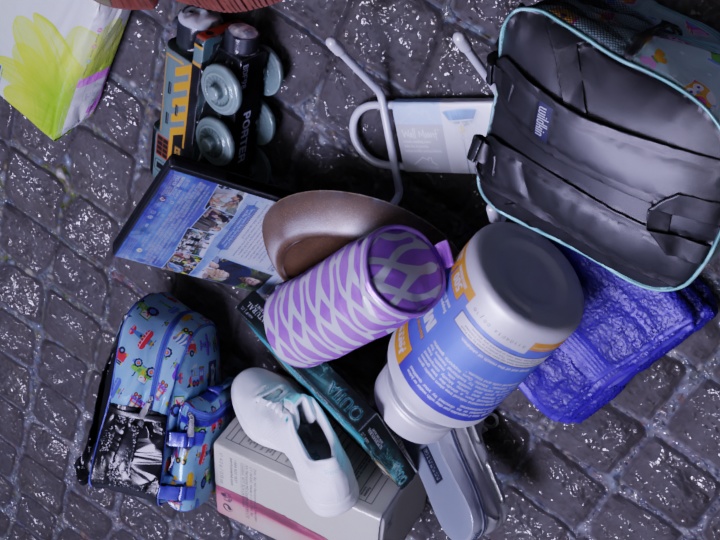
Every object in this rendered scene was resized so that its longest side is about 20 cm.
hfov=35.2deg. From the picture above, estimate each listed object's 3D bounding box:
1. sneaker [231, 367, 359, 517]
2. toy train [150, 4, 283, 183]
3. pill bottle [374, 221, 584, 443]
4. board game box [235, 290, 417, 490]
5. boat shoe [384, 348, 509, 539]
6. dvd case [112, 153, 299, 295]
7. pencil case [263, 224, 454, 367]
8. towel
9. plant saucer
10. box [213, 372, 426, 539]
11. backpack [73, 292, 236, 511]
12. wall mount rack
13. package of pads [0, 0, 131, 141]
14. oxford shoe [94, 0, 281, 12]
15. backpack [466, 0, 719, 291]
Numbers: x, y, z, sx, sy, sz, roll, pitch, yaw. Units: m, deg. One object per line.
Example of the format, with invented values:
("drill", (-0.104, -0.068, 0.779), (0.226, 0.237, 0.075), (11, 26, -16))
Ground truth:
("sneaker", (-0.066, 0.144, 1.111), (0.200, 0.075, 0.090), (42, 152, 40))
("toy train", (-0.139, -0.144, 1.049), (0.113, 0.085, 0.202), (32, 133, 23))
("pill bottle", (0.090, 0.062, 0.961), (0.112, 0.112, 0.201), (40, 132, 2))
("board game box", (-0.032, 0.115, 1.094), (0.200, 0.028, 0.136), (41, 169, 37))
("boat shoe", (0.094, 0.155, 1.102), (0.075, 0.085, 0.205), (-45, 62, 48))
("dvd case", (-0.115, -0.035, 1.063), (0.197, 0.018, 0.143), (16, 138, -28))
("pencil case", (-0.008, 0.026, 0.959), (0.199, 0.084, 0.086), (-27, 74, 56))
("towel", (0.191, 0.042, 0.976), (0.147, 0.050, 0.200), (42, 133, 1))
("plant saucer", (0.000, 0.000, 1.027), (0.197, 0.033, 0.201), (15, 150, 9))
("box", (-0.039, 0.215, 1.188), (0.197, 0.128, 0.110), (21, 131, 20))
("backpack", (-0.198, 0.131, 1.202), (0.132, 0.182, 0.204), (12, 92, 11))
("wall mount rack", (0.057, -0.123, 0.934), (0.197, 0.075, 0.176), (4, 124, 30))
("package of pads", (-0.306, -0.242, 1.097), (0.154, 0.068, 0.201), (39, 133, 5))
("oxford shoe", (-0.144, -0.270, 0.973), (0.196, 0.075, 0.071), (5, 162, 9))
("backpack", (0.197, -0.093, 0.804), (0.199, 0.152, 0.178), (39, 136, 33))
